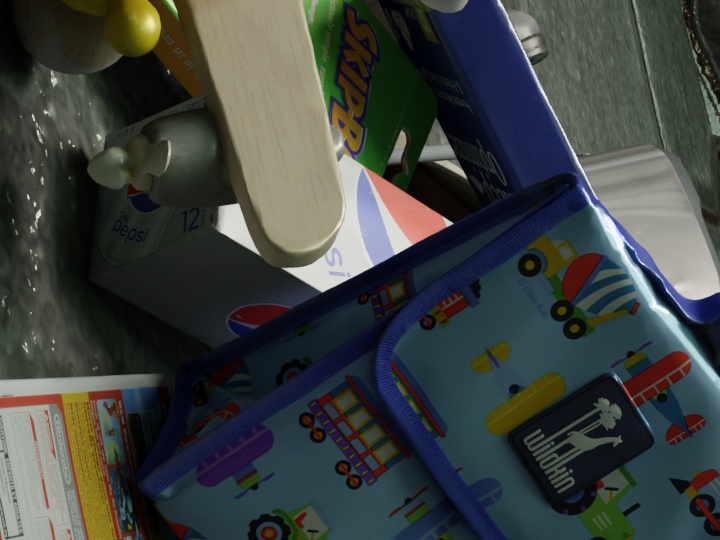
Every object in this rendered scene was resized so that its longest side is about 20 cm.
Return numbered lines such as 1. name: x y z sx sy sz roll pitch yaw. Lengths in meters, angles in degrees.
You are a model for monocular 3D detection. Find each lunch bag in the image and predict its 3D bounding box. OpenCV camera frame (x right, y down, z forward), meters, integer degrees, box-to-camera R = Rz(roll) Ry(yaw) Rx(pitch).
1. lunch bag: 0.050 0.063 0.954 0.151 0.199 0.094 53 20 -16

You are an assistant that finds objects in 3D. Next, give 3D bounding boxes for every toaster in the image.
1. toaster: 0.108 0.037 1.345 0.114 0.128 0.201 -42 -120 54

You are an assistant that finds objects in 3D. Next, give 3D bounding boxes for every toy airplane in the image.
1. toy airplane: -0.062 -0.117 0.945 0.199 0.141 0.200 41 40 -12

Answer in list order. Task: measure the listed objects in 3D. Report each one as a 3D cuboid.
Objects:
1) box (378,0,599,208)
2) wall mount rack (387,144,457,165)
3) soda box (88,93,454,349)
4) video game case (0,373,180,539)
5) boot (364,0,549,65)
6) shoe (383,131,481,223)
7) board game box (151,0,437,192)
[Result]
1. box: 0.068 -0.039 1.145 0.201 0.032 0.121 61 -4 -12
2. wall mount rack: 0.000 0.000 1.173 0.173 0.074 0.201 11 66 -57
3. soda box: -0.008 0.006 1.042 0.200 0.068 0.064 31 52 -40
4. video game case: -0.086 0.106 0.901 0.200 0.017 0.144 6 72 -76
5. boot: 0.008 -0.144 1.277 0.200 0.069 0.133 4 -69 61
6. shoe: 0.040 -0.009 1.267 0.200 0.070 0.053 38 -1 25
7. board game box: -0.043 -0.102 1.078 0.200 0.030 0.096 48 43 -26
